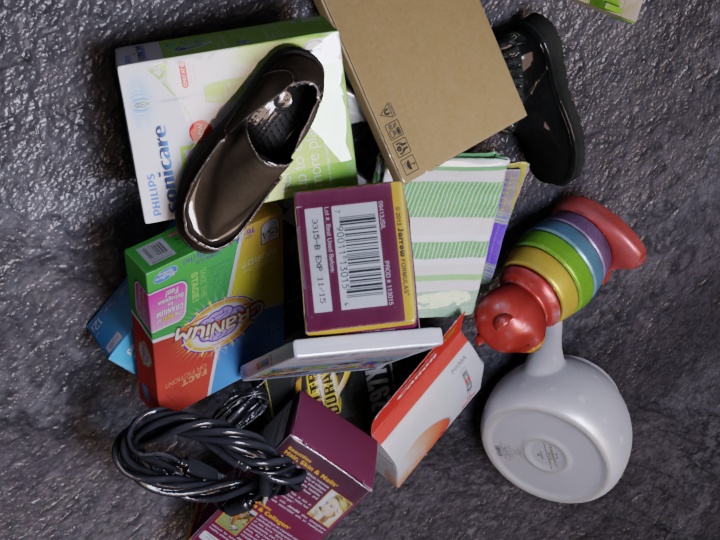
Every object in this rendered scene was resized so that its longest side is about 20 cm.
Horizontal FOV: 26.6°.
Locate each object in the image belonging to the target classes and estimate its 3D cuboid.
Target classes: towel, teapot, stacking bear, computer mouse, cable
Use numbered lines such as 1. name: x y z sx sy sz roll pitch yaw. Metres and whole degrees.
1. towel: 0.070 -0.033 1.583 0.151 0.023 0.201 -3 125 -21
2. teapot: 0.250 0.177 1.850 0.146 0.197 0.200 -57 180 -42
3. towel: 0.094 -0.044 1.636 0.142 0.023 0.201 0 134 -16
4. stacking bear: 0.205 0.017 1.699 0.114 0.121 0.200 49 60 -4
5. computer mouse: -0.082 0.099 1.584 0.200 0.034 0.059 -52 133 5
6. cable: -0.149 0.191 1.497 0.200 0.162 0.051 41 51 -43

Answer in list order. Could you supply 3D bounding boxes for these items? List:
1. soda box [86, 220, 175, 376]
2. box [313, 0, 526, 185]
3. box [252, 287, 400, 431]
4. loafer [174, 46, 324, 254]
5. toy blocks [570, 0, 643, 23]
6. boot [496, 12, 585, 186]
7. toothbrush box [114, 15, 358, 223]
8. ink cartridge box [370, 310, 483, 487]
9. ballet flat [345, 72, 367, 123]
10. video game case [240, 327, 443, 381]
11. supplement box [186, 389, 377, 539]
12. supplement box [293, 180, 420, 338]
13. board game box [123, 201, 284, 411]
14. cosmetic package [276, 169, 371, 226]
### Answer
1. soda box: -0.176 0.009 1.504 0.200 0.064 0.068 -49 133 4
2. box: 0.062 -0.207 1.481 0.163 0.021 0.201 -30 102 -24
3. box: -0.040 0.105 1.671 0.159 0.049 0.201 -25 130 -21
4. loafer: -0.097 -0.100 1.310 0.073 0.071 0.201 26 102 -19
5. toy blocks: 0.237 -0.342 1.548 0.199 0.100 0.138 12 101 -38
6. boot: 0.145 -0.153 1.604 0.157 0.079 0.212 -32 124 -19
7. toothbrush box: -0.112 -0.139 1.379 0.198 0.086 0.147 -9 110 -7
8. ink cartridge box: 0.078 0.146 1.697 0.162 0.050 0.200 -48 168 -17
9. ballet flat: -0.032 -0.178 1.489 0.199 0.069 0.070 13 111 -35
10. video game case: -0.022 0.080 1.440 0.142 0.200 0.018 -4 81 -19
11. supplement box: -0.085 0.240 1.639 0.110 0.086 0.200 35 118 -15
12. supplement box: 0.000 0.000 1.429 0.102 0.132 0.200 -7 171 3
13. board game box: -0.145 0.034 1.459 0.152 0.040 0.201 -27 141 -26
14. cosmetic package: -0.078 -0.102 1.506 0.200 0.051 0.083 31 98 -43
